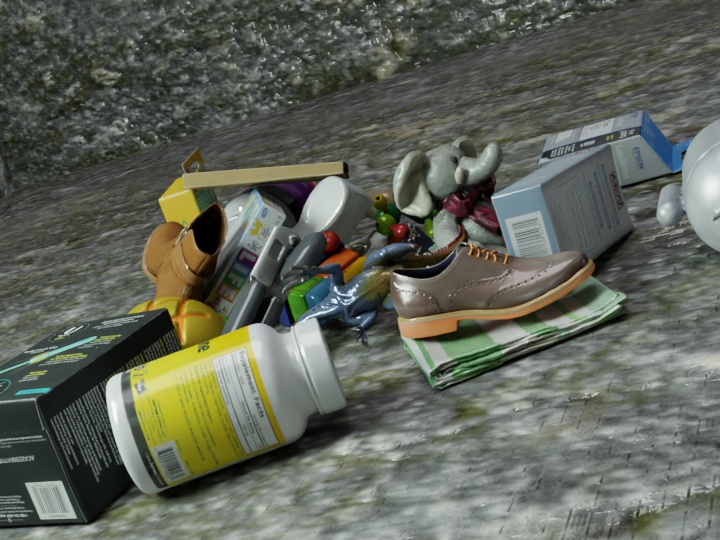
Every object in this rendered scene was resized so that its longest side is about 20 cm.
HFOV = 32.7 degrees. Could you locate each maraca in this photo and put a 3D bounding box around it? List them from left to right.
[{"bbox_3d":[-0.229,0.086,1.350,0.198,0.108,0.137,-1,30,34],"label":"maraca"}]

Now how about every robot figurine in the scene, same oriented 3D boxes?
[{"bbox_3d":[0.368,-0.082,1.179,0.168,0.114,0.200,-20,14,18],"label":"robot figurine"}]

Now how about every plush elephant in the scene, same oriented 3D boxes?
[{"bbox_3d":[0.127,-0.082,1.405,0.198,0.156,0.164,-6,19,40],"label":"plush elephant"}]

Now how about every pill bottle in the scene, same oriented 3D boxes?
[{"bbox_3d":[-0.118,0.116,1.102,0.198,0.114,0.113,-20,15,-2],"label":"pill bottle"},{"bbox_3d":[-0.123,-0.063,1.662,0.111,0.114,0.200,-14,14,19],"label":"pill bottle"}]

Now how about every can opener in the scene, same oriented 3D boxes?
[{"bbox_3d":[-0.102,0.034,1.307,0.066,0.053,0.201,-17,41,53],"label":"can opener"}]

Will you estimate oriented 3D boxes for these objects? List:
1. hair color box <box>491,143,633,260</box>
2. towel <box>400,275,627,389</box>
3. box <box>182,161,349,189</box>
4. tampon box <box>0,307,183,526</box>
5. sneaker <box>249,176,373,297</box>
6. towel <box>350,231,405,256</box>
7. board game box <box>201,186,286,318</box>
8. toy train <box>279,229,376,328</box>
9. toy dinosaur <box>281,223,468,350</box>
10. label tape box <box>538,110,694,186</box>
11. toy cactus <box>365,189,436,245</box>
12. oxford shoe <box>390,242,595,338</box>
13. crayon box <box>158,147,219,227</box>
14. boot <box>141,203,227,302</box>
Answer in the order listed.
[{"bbox_3d":[0.216,-0.060,1.286,0.060,0.100,0.199,-12,10,35],"label":"hair color box"},{"bbox_3d":[0.143,0.050,1.178,0.198,0.024,0.153,-21,14,-5],"label":"towel"},{"bbox_3d":[-0.115,-0.120,1.551,0.197,0.022,0.163,-4,3,2],"label":"box"},{"bbox_3d":[-0.276,0.140,1.192,0.148,0.128,0.200,-9,17,33],"label":"tampon box"},{"bbox_3d":[-0.060,-0.026,1.515,0.200,0.076,0.088,-44,-32,21],"label":"sneaker"},{"bbox_3d":[-0.052,-0.004,1.602,0.191,0.035,0.200,-12,17,27],"label":"towel"},{"bbox_3d":[-0.160,0.001,1.492,0.201,0.034,0.135,-59,14,6],"label":"board game box"},{"bbox_3d":[0.000,0.000,1.421,0.115,0.086,0.200,8,34,39],"label":"toy train"},{"bbox_3d":[0.009,0.037,1.291,0.181,0.106,0.199,-31,-16,36],"label":"toy dinosaur"},{"bbox_3d":[0.337,-0.156,1.585,0.198,0.067,0.143,-16,15,19],"label":"label tape box"},{"bbox_3d":[0.061,-0.087,1.602,0.164,0.103,0.200,9,31,37],"label":"toy cactus"},{"bbox_3d":[0.123,0.007,1.172,0.198,0.074,0.071,-16,12,9],"label":"oxford shoe"},{"bbox_3d":[-0.218,-0.055,1.671,0.051,0.202,0.126,-17,14,7],"label":"crayon box"},{"bbox_3d":[-0.210,-0.029,1.470,0.201,0.076,0.156,-87,23,-50],"label":"boot"}]
